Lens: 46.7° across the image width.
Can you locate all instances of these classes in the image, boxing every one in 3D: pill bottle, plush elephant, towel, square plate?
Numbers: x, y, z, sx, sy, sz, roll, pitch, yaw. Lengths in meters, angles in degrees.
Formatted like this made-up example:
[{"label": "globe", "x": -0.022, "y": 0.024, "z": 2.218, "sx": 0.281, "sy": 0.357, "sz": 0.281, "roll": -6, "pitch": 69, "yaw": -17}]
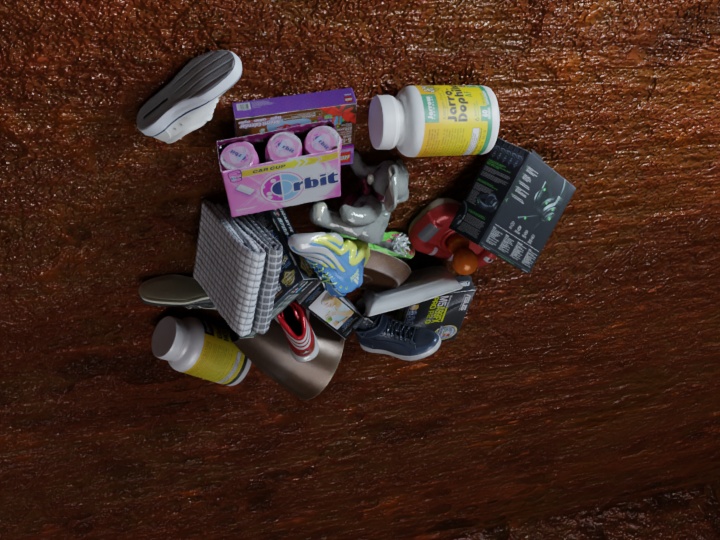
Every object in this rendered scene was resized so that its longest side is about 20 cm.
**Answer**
[{"label": "pill bottle", "x": 0.117, "y": -0.243, "z": 1.356, "sx": 0.195, "sy": 0.115, "sz": 0.114, "roll": -4, "pitch": 144, "yaw": -16}, {"label": "plush elephant", "x": 0.017, "y": -0.132, "z": 1.450, "sx": 0.196, "sy": 0.158, "sz": 0.165, "roll": 21, "pitch": -174, "yaw": 3}, {"label": "towel", "x": -0.211, "y": -0.008, "z": 1.444, "sx": 0.084, "sy": 0.200, "sz": 0.169, "roll": -8, "pitch": 125, "yaw": -35}, {"label": "square plate", "x": 0.099, "y": 0.034, "z": 1.708, "sx": 0.196, "sy": 0.198, "sz": 0.029, "roll": -16, "pitch": 102, "yaw": 0}, {"label": "pill bottle", "x": -0.328, "y": 0.163, "z": 1.725, "sx": 0.112, "sy": 0.114, "sz": 0.198, "roll": -36, "pitch": 141, "yaw": 26}]

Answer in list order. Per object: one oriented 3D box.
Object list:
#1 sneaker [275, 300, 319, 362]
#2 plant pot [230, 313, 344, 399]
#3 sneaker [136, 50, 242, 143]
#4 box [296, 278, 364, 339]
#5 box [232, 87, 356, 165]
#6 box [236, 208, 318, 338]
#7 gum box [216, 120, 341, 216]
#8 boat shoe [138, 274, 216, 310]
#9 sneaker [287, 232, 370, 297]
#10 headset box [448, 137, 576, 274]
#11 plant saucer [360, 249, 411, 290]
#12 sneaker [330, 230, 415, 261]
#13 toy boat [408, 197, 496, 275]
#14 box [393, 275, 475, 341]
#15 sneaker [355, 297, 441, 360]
[{"label": "sneaker", "x": -0.135, "y": 0.067, "z": 1.603, "sx": 0.077, "sy": 0.201, "sz": 0.117, "roll": -25, "pitch": 144, "yaw": -12}, {"label": "plant pot", "x": -0.164, "y": 0.143, "z": 1.731, "sx": 0.198, "sy": 0.189, "sz": 0.187, "roll": 29, "pitch": 127, "yaw": -28}, {"label": "sneaker", "x": -0.244, "y": -0.257, "z": 1.238, "sx": 0.197, "sy": 0.075, "sz": 0.070, "roll": -25, "pitch": 154, "yaw": 27}, {"label": "box", "x": -0.081, "y": 0.046, "z": 1.649, "sx": 0.060, "sy": 0.117, "sz": 0.200, "roll": -43, "pitch": 145, "yaw": 2}, {"label": "box", "x": -0.106, "y": -0.221, "z": 1.358, "sx": 0.195, "sy": 0.040, "sz": 0.138, "roll": -10, "pitch": 145, "yaw": -10}, {"label": "box", "x": -0.184, "y": 0.003, "z": 1.524, "sx": 0.199, "sy": 0.161, "sz": 0.046, "roll": -41, "pitch": 158, "yaw": 30}, {"label": "gum box", "x": -0.123, "y": -0.163, "z": 1.335, "sx": 0.195, "sy": 0.067, "sz": 0.114, "roll": -12, "pitch": 147, "yaw": -7}, {"label": "boat shoe", "x": -0.328, "y": 0.051, "z": 1.608, "sx": 0.196, "sy": 0.073, "sz": 0.068, "roll": -2, "pitch": 139, "yaw": -23}, {"label": "sneaker", "x": -0.049, "y": -0.008, "z": 1.444, "sx": 0.075, "sy": 0.108, "sz": 0.198, "roll": -2, "pitch": 176, "yaw": 40}, {"label": "headset box", "x": 0.286, "y": -0.123, "z": 1.543, "sx": 0.172, "sy": 0.092, "sz": 0.203, "roll": 23, "pitch": 98, "yaw": -43}, {"label": "plant saucer", "x": 0.000, "y": 0.000, "z": 1.625, "sx": 0.195, "sy": 0.035, "sz": 0.201, "roll": 11, "pitch": 163, "yaw": 3}, {"label": "sneaker", "x": 0.019, "y": -0.043, "z": 1.622, "sx": 0.197, "sy": 0.078, "sz": 0.084, "roll": 18, "pitch": 133, "yaw": -36}, {"label": "toy boat", "x": 0.195, "y": -0.048, "z": 1.637, "sx": 0.197, "sy": 0.133, "sz": 0.130, "roll": 15, "pitch": 135, "yaw": -37}, {"label": "box", "x": 0.160, "y": 0.095, "z": 1.894, "sx": 0.156, "sy": 0.045, "sz": 0.202, "roll": -5, "pitch": 143, "yaw": -15}, {"label": "sneaker", "x": 0.068, "y": 0.123, "z": 1.814, "sx": 0.198, "sy": 0.078, "sz": 0.147, "roll": 1, "pitch": 140, "yaw": 24}]
